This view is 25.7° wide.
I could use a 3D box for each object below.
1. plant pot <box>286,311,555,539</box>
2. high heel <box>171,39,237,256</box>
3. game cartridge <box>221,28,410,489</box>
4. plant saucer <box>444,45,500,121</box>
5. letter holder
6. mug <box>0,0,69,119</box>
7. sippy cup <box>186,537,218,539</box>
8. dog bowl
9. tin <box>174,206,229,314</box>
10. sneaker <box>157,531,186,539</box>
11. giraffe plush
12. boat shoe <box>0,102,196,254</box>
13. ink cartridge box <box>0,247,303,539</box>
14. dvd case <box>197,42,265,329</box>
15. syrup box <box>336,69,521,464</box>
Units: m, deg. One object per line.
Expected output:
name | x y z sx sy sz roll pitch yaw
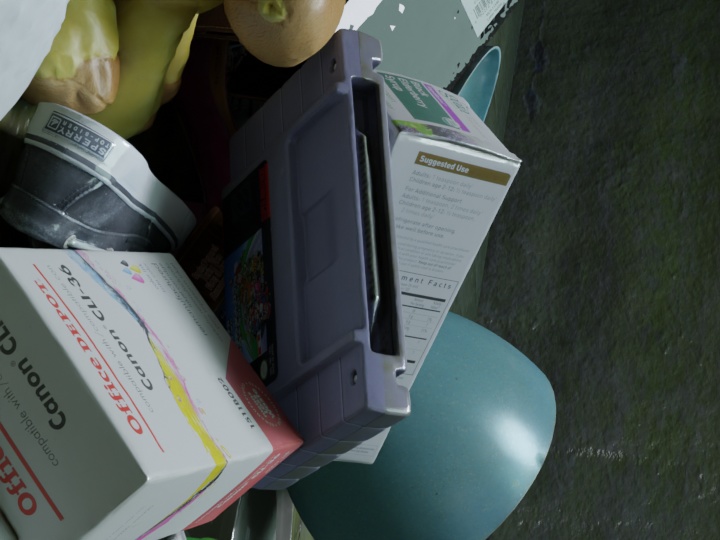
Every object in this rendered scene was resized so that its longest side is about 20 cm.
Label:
plant pot | 0.015 0.097 1.091 0.135 0.200 0.200 47 36 -26
high heel | -0.073 -0.097 0.965 0.067 0.096 0.201 8 88 -80
game cartridge | -0.028 -0.003 0.786 0.130 0.038 0.201 -33 -127 47
plant saucer | 0.035 -0.052 0.991 0.201 0.027 0.200 -62 171 -17
letter holder | -0.002 -0.168 0.931 0.200 0.142 0.101 -53 133 -25
mug | -0.158 -0.102 0.396 0.200 0.147 0.176 -40 152 -32
sippy cup | -0.107 0.245 0.903 0.177 0.140 0.131 -17 132 -38
dog bowl | -0.097 0.203 1.115 0.200 0.058 0.201 5 90 -81
tin | -0.109 0.037 0.868 0.112 0.042 0.200 -51 -174 26
sneaker | -0.139 0.149 0.775 0.200 0.112 0.073 -151 -138 -77
giraffe plush | -0.067 -0.158 0.767 0.173 0.161 0.201 -61 156 -66
boat shoe | -0.130 -0.023 0.765 0.068 0.072 0.200 -62 177 -7
ink cartridge box | -0.114 0.055 0.661 0.117 0.067 0.200 53 16 12
dvd case | -0.057 -0.058 1.019 0.018 0.142 0.201 11 83 -41
syrup box | 0.000 0.000 0.851 0.200 0.081 0.079 -66 -148 23
